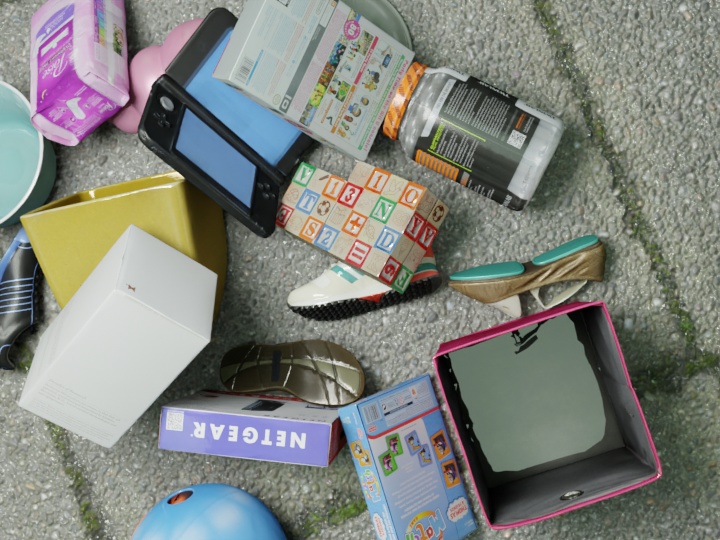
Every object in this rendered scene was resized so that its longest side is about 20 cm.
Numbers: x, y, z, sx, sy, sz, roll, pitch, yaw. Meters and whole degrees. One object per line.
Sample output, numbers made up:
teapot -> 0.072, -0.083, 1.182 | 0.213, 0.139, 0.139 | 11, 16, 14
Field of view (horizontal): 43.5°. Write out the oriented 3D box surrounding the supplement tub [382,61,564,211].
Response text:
supplement tub -> 0.135, -0.167, 1.094 | 0.198, 0.123, 0.124 | 28, 91, 6

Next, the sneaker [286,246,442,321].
sneaker -> 0.000, 0.000, 1.141 | 0.197, 0.070, 0.094 | -14, 68, 8

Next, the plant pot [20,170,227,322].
plant pot -> -0.264, -0.006, 1.108 | 0.192, 0.196, 0.202 | -11, 103, 6

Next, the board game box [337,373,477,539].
board game box -> 0.060, 0.240, 1.080 | 0.036, 0.151, 0.202 | -21, 84, 39

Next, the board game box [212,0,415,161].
board game box -> -0.052, -0.240, 1.053 | 0.199, 0.064, 0.149 | 28, 87, -31

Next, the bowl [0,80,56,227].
bowl -> -0.477, -0.137, 1.165 | 0.198, 0.105, 0.204 | -1, 83, 9

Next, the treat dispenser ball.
treat dispenser ball -> -0.181, 0.357, 1.073 | 0.198, 0.201, 0.204 | 0, 88, 6

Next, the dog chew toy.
dog chew toy -> -0.237, -0.235, 1.144 | 0.198, 0.124, 0.126 | -21, 86, 13

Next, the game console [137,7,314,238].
game console -> -0.138, -0.171, 1.053 | 0.116, 0.177, 0.200 | -36, 122, 26

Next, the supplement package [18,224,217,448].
supplement package -> -0.260, 0.074, 0.978 | 0.117, 0.117, 0.200 | 33, 119, -24

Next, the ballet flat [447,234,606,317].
ballet flat -> 0.210, 0.016, 1.116 | 0.198, 0.068, 0.073 | -16, 103, 1

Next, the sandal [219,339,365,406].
sandal -> -0.084, 0.134, 1.146 | 0.198, 0.055, 0.083 | -3, 71, 21

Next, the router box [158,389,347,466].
router box -> -0.118, 0.185, 1.083 | 0.197, 0.179, 0.050 | 5, 89, 6

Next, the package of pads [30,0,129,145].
package of pads -> -0.353, -0.268, 1.127 | 0.120, 0.075, 0.202 | -31, 53, 25

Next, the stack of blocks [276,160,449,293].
stack of blocks -> -0.005, -0.067, 1.088 | 0.199, 0.058, 0.116 | 26, 86, 40

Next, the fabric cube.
fabric cube -> 0.204, 0.156, 1.038 | 0.194, 0.199, 0.202 | -19, 86, 5

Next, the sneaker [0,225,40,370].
sneaker -> -0.450, 0.032, 1.188 | 0.077, 0.070, 0.202 | 26, 84, -18

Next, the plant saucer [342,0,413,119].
plant saucer -> -0.032, -0.274, 1.153 | 0.197, 0.050, 0.203 | 0, 89, 7
